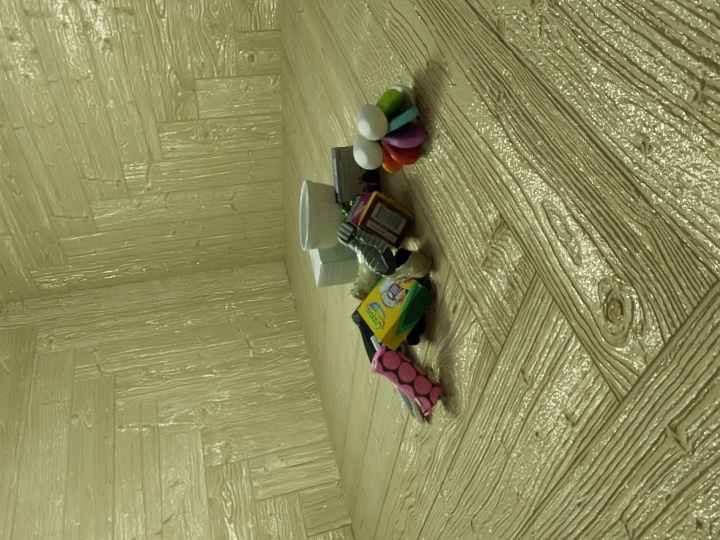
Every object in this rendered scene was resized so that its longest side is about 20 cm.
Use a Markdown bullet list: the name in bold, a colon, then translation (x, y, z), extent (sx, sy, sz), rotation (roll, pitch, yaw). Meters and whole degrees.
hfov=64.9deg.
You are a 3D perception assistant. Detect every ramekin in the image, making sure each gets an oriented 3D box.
- **ramekin**: translation (-0.117, -0.160, 1.668), extent (0.200, 0.102, 0.206), rotation (-179, 90, -77)

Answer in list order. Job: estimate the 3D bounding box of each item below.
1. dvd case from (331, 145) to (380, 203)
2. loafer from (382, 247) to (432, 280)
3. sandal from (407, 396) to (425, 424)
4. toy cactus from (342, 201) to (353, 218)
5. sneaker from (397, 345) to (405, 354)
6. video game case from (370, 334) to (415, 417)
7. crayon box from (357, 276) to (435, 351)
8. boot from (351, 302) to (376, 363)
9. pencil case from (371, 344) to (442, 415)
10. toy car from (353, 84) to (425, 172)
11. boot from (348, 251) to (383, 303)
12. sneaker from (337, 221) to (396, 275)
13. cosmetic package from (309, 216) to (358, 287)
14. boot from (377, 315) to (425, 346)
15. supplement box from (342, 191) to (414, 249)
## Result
- **dvd case**: translation (-0.010, -0.284, 1.641), extent (0.024, 0.198, 0.154), rotation (4, 105, 37)
- **loafer**: translation (0.105, -0.023, 1.450), extent (0.198, 0.067, 0.077), rotation (-8, 46, 57)
- **sandal**: translation (0.158, 0.332, 1.577), extent (0.080, 0.058, 0.210), rotation (-91, -20, -64)
- **toy cactus**: translation (-0.019, -0.162, 1.782), extent (0.103, 0.163, 0.200), rotation (-57, 1, -13)
- **sneaker**: translation (0.094, 0.176, 1.710), extent (0.116, 0.072, 0.204), rotation (-132, 26, -62)
- **video game case**: translation (0.100, 0.314, 1.681), extent (0.201, 0.022, 0.184), rotation (61, 177, 44)
- **crayon box**: translation (0.089, 0.088, 1.484), extent (0.173, 0.058, 0.200), rotation (-51, 25, 4)
- **boot**: translation (0.060, 0.177, 1.805), extent (0.065, 0.165, 0.203), rotation (12, 136, 48)
- **pencil case**: translation (0.114, 0.277, 1.445), extent (0.198, 0.094, 0.091), rotation (36, 141, 6)
- **toy car**: translation (0.082, -0.324, 1.342), extent (0.149, 0.175, 0.202), rotation (34, 143, 21)
- **boot**: translation (0.000, 0.000, 1.624), extent (0.198, 0.157, 0.073), rotation (35, -177, 15)
- **sneaker**: translation (0.035, -0.050, 1.455), extent (0.200, 0.076, 0.115), rotation (42, -174, 29)
- **cosmetic package**: translation (-0.063, -0.065, 1.916), extent (0.167, 0.195, 0.170), rotation (105, 152, -58)
- **boot**: translation (0.120, 0.114, 1.562), extent (0.167, 0.075, 0.205), rotation (-24, 53, 58)
- **supplement box**: translation (0.043, -0.135, 1.542), extent (0.105, 0.129, 0.200), rotation (-61, 15, -3)
